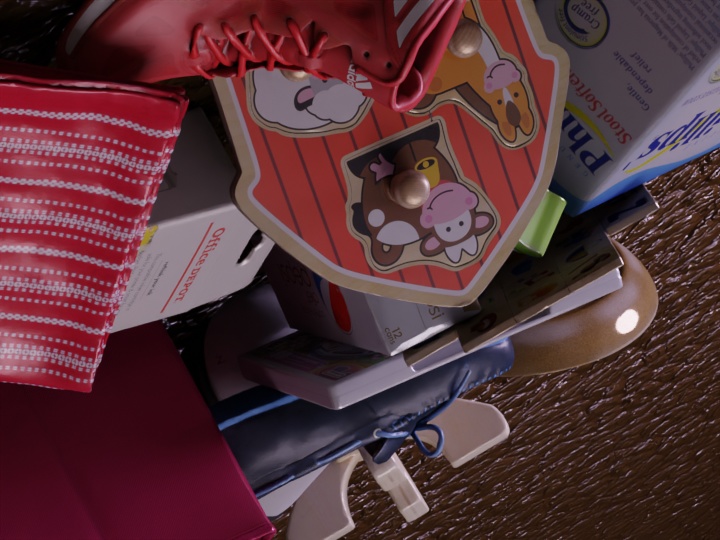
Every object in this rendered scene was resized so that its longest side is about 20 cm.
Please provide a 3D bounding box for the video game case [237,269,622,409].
[{"bbox_3d":[0.040,0.031,1.471,0.200,0.018,0.143,-22,-166,-22],"label":"video game case"}]

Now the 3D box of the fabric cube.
[{"bbox_3d":[-0.196,0.140,1.418,0.200,0.200,0.196,-20,157,-29],"label":"fabric cube"}]

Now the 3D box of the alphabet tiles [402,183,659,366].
[{"bbox_3d":[0.095,-0.004,1.408,0.167,0.008,0.200,-29,-167,5],"label":"alphabet tiles"}]

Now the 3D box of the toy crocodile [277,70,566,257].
[{"bbox_3d":[0.026,-0.070,1.299,0.068,0.200,0.062,-61,-163,-15],"label":"toy crocodile"}]

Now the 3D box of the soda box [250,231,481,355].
[{"bbox_3d":[0.000,0.000,1.428,0.064,0.068,0.200,-26,-169,-14],"label":"soda box"}]

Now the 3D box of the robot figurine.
[{"bbox_3d":[-0.071,0.095,1.599,0.125,0.150,0.200,27,135,-13],"label":"robot figurine"}]

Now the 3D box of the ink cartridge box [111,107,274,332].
[{"bbox_3d":[-0.138,-0.019,1.310,0.200,0.068,0.117,-16,156,-33],"label":"ink cartridge box"}]

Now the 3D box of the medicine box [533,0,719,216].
[{"bbox_3d":[0.188,-0.147,1.372,0.182,0.103,0.200,-24,159,-49],"label":"medicine box"}]

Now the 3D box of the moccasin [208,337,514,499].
[{"bbox_3d":[0.001,0.086,1.486,0.200,0.068,0.080,-18,-167,-4],"label":"moccasin"}]

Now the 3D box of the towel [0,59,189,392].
[{"bbox_3d":[-0.174,-0.020,1.173,0.144,0.023,0.200,7,129,-19],"label":"towel"}]

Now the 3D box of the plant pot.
[{"bbox_3d":[0.095,0.009,1.593,0.200,0.200,0.028,-20,122,-28],"label":"plant pot"}]

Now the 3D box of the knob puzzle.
[{"bbox_3d":[0.026,-0.072,1.254,0.219,0.220,0.030,-25,-164,-16],"label":"knob puzzle"}]

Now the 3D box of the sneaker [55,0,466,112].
[{"bbox_3d":[-0.039,-0.113,1.154,0.200,0.116,0.078,-31,161,1],"label":"sneaker"}]

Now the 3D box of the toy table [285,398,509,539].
[{"bbox_3d":[0.003,0.117,1.780,0.184,0.117,0.200,-35,161,11],"label":"toy table"}]
